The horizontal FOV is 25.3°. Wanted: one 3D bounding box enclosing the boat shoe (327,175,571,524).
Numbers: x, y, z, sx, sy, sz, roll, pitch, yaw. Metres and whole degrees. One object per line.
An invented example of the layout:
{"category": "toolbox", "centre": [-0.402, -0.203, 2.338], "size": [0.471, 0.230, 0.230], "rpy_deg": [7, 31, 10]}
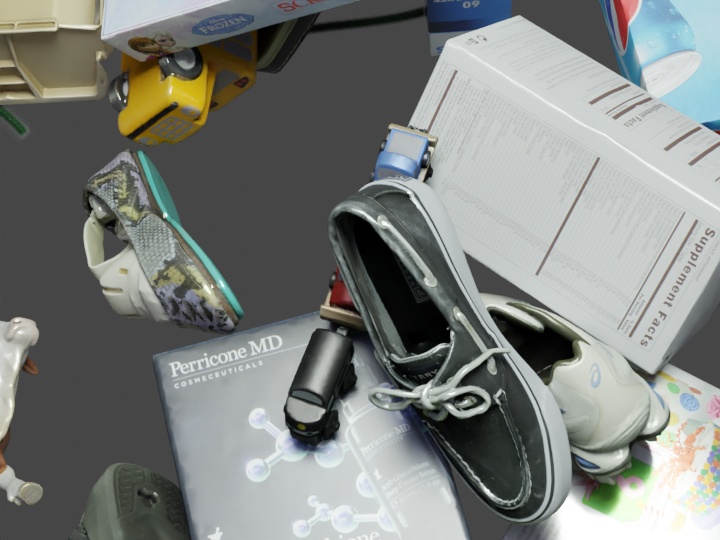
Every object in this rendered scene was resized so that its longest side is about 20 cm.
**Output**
{"category": "boat shoe", "centre": [0.043, 0.048, 0.829], "size": [0.074, 0.068, 0.200], "rpy_deg": [-18, 97, 32]}

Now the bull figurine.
{"category": "bull figurine", "centre": [-0.258, 0.115, 0.957], "size": [0.200, 0.065, 0.121], "rpy_deg": [-39, 37, -4]}

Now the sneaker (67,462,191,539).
{"category": "sneaker", "centre": [-0.139, 0.205, 0.877], "size": [0.076, 0.114, 0.200], "rpy_deg": [21, 24, -21]}

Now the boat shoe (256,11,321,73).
{"category": "boat shoe", "centre": [-0.017, -0.217, 1.083], "size": [0.072, 0.066, 0.201], "rpy_deg": [18, 82, 54]}

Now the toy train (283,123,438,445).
{"category": "toy train", "centre": [0.000, 0.000, 0.890], "size": [0.034, 0.046, 0.200], "rpy_deg": [16, 67, 12]}

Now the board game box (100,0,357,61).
{"category": "board game box", "centre": [-0.060, -0.240, 0.948], "size": [0.200, 0.041, 0.200], "rpy_deg": [-9, 69, 33]}

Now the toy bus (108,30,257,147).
{"category": "toy bus", "centre": [-0.112, -0.175, 1.054], "size": [0.065, 0.078, 0.200], "rpy_deg": [-27, 54, 42]}

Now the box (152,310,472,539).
{"category": "box", "centre": [-0.020, 0.135, 0.917], "size": [0.148, 0.107, 0.200], "rpy_deg": [-16, 67, -2]}

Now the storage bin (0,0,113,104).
{"category": "storage bin", "centre": [-0.261, -0.222, 1.091], "size": [0.198, 0.094, 0.200], "rpy_deg": [-2, 67, 3]}

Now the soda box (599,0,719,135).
{"category": "soda box", "centre": [0.198, -0.169, 1.050], "size": [0.068, 0.064, 0.200], "rpy_deg": [-11, 67, -1]}

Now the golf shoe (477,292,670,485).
{"category": "golf shoe", "centre": [0.087, 0.040, 0.918], "size": [0.078, 0.097, 0.200], "rpy_deg": [-49, 37, -13]}

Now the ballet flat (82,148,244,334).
{"category": "ballet flat", "centre": [-0.129, -0.006, 0.975], "size": [0.072, 0.072, 0.200], "rpy_deg": [-28, 35, -7]}

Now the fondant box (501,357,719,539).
{"category": "fondant box", "centre": [0.200, 0.151, 0.921], "size": [0.200, 0.058, 0.144], "rpy_deg": [28, 72, 14]}

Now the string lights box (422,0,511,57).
{"category": "string lights box", "centre": [0.063, -0.230, 1.011], "size": [0.059, 0.200, 0.103], "rpy_deg": [-7, 67, 1]}

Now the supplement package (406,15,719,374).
{"category": "supplement package", "centre": [0.133, -0.049, 0.959], "size": [0.200, 0.114, 0.110], "rpy_deg": [35, 30, 16]}
